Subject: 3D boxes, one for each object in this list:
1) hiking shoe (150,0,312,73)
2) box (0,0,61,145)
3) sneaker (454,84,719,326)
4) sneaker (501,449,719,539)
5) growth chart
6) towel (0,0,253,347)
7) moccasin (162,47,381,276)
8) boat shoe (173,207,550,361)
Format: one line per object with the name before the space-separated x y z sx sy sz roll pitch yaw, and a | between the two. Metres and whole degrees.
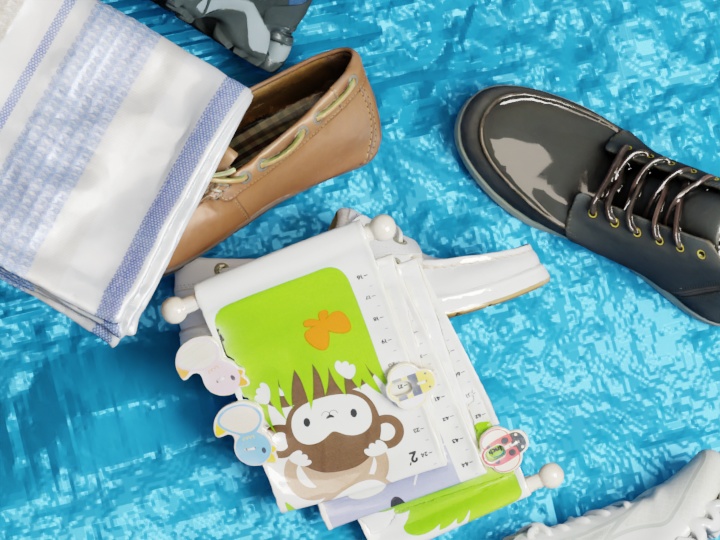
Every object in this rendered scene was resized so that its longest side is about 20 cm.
hiking shoe | -0.078 -0.169 1.316 0.074 0.200 0.087 32 92 21
box | -0.221 -0.162 1.326 0.148 0.107 0.201 11 80 -11
sneaker | 0.149 -0.045 1.387 0.200 0.106 0.075 30 78 -7
sneaker | 0.118 0.157 1.377 0.200 0.075 0.081 -42 83 -14
growth chart | -0.003 0.066 1.342 0.144 0.018 0.200 -29 113 7
towel | -0.166 -0.073 1.260 0.200 0.024 0.147 30 77 -7
moccasin | -0.081 -0.055 1.347 0.201 0.074 0.078 -24 132 -13
boat shoe | 0.000 0.000 1.369 0.199 0.071 0.070 -10 85 -11
